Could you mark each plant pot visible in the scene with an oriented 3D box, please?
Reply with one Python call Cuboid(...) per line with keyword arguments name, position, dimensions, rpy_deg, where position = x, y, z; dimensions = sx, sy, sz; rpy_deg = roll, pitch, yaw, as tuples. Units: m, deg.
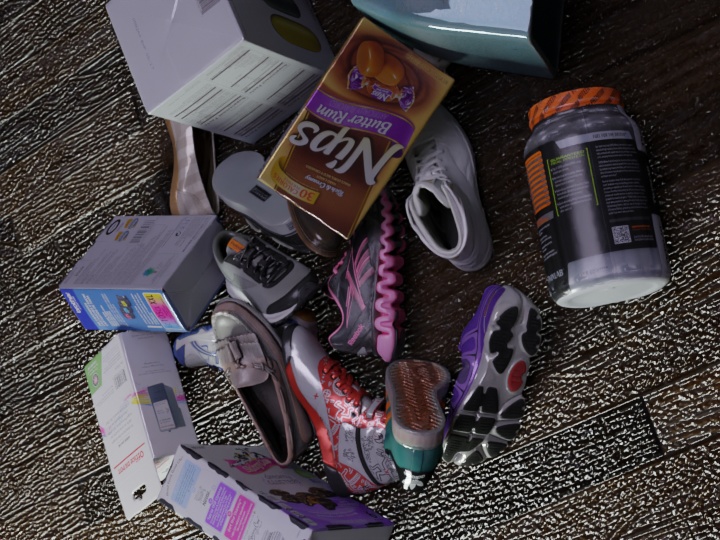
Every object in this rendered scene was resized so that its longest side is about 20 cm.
Cuboid(name="plant pot", position=(0.099, -0.315, 1.509), dimensions=(0.199, 0.196, 0.197), rpy_deg=(5, 87, 15))

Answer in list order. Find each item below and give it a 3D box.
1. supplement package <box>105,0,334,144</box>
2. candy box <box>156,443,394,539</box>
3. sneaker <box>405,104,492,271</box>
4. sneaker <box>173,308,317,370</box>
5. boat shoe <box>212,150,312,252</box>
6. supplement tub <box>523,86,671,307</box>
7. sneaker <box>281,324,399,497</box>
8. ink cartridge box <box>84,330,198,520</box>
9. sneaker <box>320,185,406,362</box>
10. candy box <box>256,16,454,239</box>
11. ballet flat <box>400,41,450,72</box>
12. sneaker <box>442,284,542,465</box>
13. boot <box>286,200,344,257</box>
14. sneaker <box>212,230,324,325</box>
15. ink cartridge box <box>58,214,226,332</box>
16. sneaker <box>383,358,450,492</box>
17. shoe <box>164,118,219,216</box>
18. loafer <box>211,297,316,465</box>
Cuboid(name="supplement package", position=(-0.153, -0.261, 1.693), dimensions=(0.150, 0.200, 0.152), rpy_deg=(-33, 69, 25))
Cuboid(name="candy box", position=(-0.092, 0.263, 1.614), dimensions=(0.199, 0.167, 0.072), rpy_deg=(27, 98, 32))
Cuboid(name="sneaker", position=(0.081, -0.101, 1.564), dimensions=(0.073, 0.115, 0.201), rpy_deg=(-24, 77, 15))
Cuboid(name="sneaker", position=(-0.136, 0.102, 1.717), dimensions=(0.199, 0.075, 0.089), rpy_deg=(-13, 83, 34))
Cuboid(name="boat shoe", position=(-0.111, -0.076, 1.719), dimensions=(0.071, 0.064, 0.200), rpy_deg=(-39, 38, -7))
Cuboid(name="supplement tub", position=(0.231, -0.072, 1.472), dimensions=(0.122, 0.122, 0.201), rpy_deg=(-16, 76, 30))
Cuboid(name="sneaker", position=(-0.006, 0.142, 1.617), dimensions=(0.107, 0.067, 0.203), rpy_deg=(-19, 92, 28))
Cuboid(name="ink cartridge box", position=(-0.257, 0.183, 1.769), dimensions=(0.117, 0.067, 0.201), rpy_deg=(-39, 64, 49))
Cuboid(name="sneaker", position=(0.000, 0.000, 1.628), dimensions=(0.095, 0.079, 0.201), rpy_deg=(-1, 82, 17))
Cuboid(name="candy box", position=(-0.006, -0.147, 1.536), dimensions=(0.116, 0.056, 0.201), rpy_deg=(33, 96, -8))
Cuboid(name="ballet flat", position=(0.071, -0.259, 1.629), dimensions=(0.073, 0.073, 0.201), rpy_deg=(13, 89, 33))
Cuboid(name="sneaker", position=(0.133, 0.110, 1.557), dimensions=(0.083, 0.080, 0.201), rpy_deg=(44, 117, 62))
Cuboid(name="boot", position=(-0.028, -0.112, 1.620), dimensions=(0.097, 0.074, 0.201), rpy_deg=(-51, 29, 39))
Cuboid(name="sneaker", position=(-0.112, 0.003, 1.662), dimensions=(0.074, 0.080, 0.200), rpy_deg=(-42, 29, -17))
Cuboid(name="ink cartridge box", position=(-0.263, 0.002, 1.769), dimensions=(0.199, 0.077, 0.137), rpy_deg=(2, 42, 33))
Cuboid(name="sneaker", position=(0.054, 0.157, 1.538), dimensions=(0.071, 0.200, 0.080), rpy_deg=(9, 111, 2))
Cuboid(name="shoe", position=(-0.198, -0.159, 1.791), dimensions=(0.053, 0.070, 0.201), rpy_deg=(0, 92, 32))
Cuboid(name="loafer", position=(-0.110, 0.126, 1.642), dimensions=(0.072, 0.063, 0.201), rpy_deg=(-14, 115, 33))
